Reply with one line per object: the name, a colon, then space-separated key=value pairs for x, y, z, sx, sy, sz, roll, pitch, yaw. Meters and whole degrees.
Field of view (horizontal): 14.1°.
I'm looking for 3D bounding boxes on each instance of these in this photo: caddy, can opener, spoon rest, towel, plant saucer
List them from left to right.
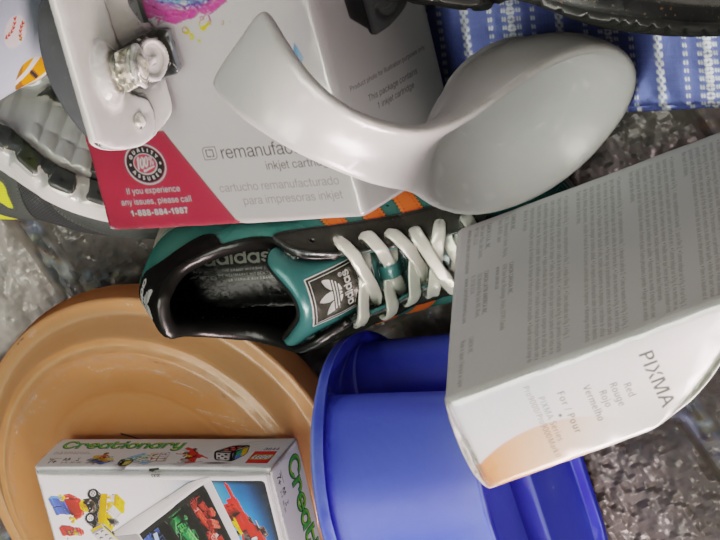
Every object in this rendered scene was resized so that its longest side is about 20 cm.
can opener: x=-0.124 y=-0.142 z=1.199 sx=0.066 sy=0.053 sz=0.200 roll=0 pitch=110 yaw=38
plant saucer: x=-0.093 y=0.103 z=1.388 sx=0.200 sy=0.032 sz=0.201 roll=10 pitch=118 yaw=19
caddy: x=0.038 y=0.120 z=1.316 sx=0.105 sy=0.141 sz=0.200 roll=-11 pitch=109 yaw=23
spoon rest: x=0.035 y=-0.061 z=1.182 sx=0.099 sy=0.200 sz=0.061 roll=-53 pitch=51 yaw=32
towel: x=0.071 y=-0.135 z=1.248 sx=0.200 sy=0.024 sz=0.145 roll=-1 pitch=112 yaw=23

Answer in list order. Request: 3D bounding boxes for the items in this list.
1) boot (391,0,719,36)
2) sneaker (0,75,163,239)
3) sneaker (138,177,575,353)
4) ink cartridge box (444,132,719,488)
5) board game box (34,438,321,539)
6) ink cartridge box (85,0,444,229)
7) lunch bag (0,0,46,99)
boot: x=0.092 y=-0.165 z=1.172 sx=0.200 sy=0.070 sz=0.132 roll=8 pitch=92 yaw=-5
sneaker: x=-0.168 y=-0.057 z=1.372 sx=0.200 sy=0.075 sz=0.085 roll=21 pitch=147 yaw=7
sneaker: x=0.000 y=0.000 z=1.289 sx=0.200 sy=0.080 sz=0.071 roll=-10 pitch=114 yaw=9
ink cartridge box: x=0.134 y=0.002 z=1.179 sx=0.200 sy=0.162 sz=0.050 roll=-18 pitch=114 yaw=12
board game box: x=-0.071 y=0.174 z=1.374 sx=0.126 sy=0.035 sz=0.200 roll=-1 pitch=115 yaw=25
ink cartridge box: x=-0.057 y=-0.125 z=1.249 sx=0.147 sy=0.086 sz=0.200 roll=-3 pitch=111 yaw=37
lunch bag: x=-0.226 y=-0.138 z=1.264 sx=0.200 sy=0.076 sz=0.160 roll=8 pitch=118 yaw=32
